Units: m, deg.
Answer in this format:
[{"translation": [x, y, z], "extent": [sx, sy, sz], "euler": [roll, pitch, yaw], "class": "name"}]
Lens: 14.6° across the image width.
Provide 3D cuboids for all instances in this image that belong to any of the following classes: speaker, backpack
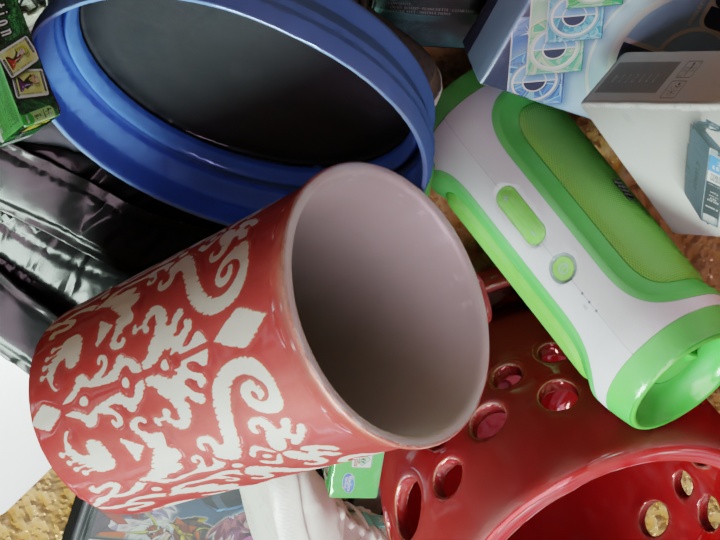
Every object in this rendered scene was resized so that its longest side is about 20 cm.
[{"translation": [0.111, -0.015, 1.462], "extent": [0.088, 0.200, 0.089], "euler": [-29, 153, -17], "class": "speaker"}, {"translation": [-0.143, -0.017, 1.473], "extent": [0.199, 0.127, 0.167], "euler": [27, 108, -25], "class": "backpack"}]

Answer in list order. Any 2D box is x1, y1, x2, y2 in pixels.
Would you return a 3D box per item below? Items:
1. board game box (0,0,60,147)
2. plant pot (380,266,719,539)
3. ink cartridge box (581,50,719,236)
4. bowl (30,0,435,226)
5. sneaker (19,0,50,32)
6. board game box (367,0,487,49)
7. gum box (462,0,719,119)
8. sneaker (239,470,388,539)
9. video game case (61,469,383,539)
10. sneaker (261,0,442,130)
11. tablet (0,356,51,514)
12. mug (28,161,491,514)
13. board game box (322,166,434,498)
[{"translation": [-0.190, -0.158, 1.311], "extent": [0.023, 0.105, 0.201], "euler": [-21, 93, -17], "class": "board game box"}, {"translation": [0.099, 0.112, 1.555], "extent": [0.199, 0.183, 0.201], "euler": [-16, 135, -17], "class": "plant pot"}, {"translation": [0.223, -0.031, 1.369], "extent": [0.045, 0.200, 0.176], "euler": [-49, 115, -19], "class": "ink cartridge box"}, {"translation": [-0.058, -0.084, 1.326], "extent": [0.199, 0.040, 0.201], "euler": [14, 153, 8], "class": "bowl"}, {"translation": [-0.203, -0.131, 1.400], "extent": [0.199, 0.088, 0.076], "euler": [-9, 126, -4], "class": "sneaker"}, {"translation": [0.107, -0.174, 1.452], "extent": [0.199, 0.028, 0.136], "euler": [3, 126, -10], "class": "board game box"}, {"translation": [0.179, -0.145, 1.436], "extent": [0.199, 0.045, 0.170], "euler": [17, 122, -24], "class": "gum box"}, {"translation": [-0.013, 0.158, 1.640], "extent": [0.088, 0.075, 0.201], "euler": [-23, 134, -8], "class": "sneaker"}, {"translation": [-0.065, 0.107, 1.643], "extent": [0.180, 0.026, 0.201], "euler": [10, 125, -16], "class": "video game case"}, {"translation": [-0.037, -0.134, 1.366], "extent": [0.199, 0.077, 0.082], "euler": [25, 136, -20], "class": "sneaker"}, {"translation": [-0.244, 0.051, 1.566], "extent": [0.200, 0.014, 0.130], "euler": [36, 116, -22], "class": "tablet"}, {"translation": [-0.041, 0.050, 1.348], "extent": [0.199, 0.134, 0.177], "euler": [-22, 144, 40], "class": "mug"}, {"translation": [0.000, 0.000, 1.487], "extent": [0.029, 0.135, 0.201], "euler": [3, 120, -12], "class": "board game box"}]
